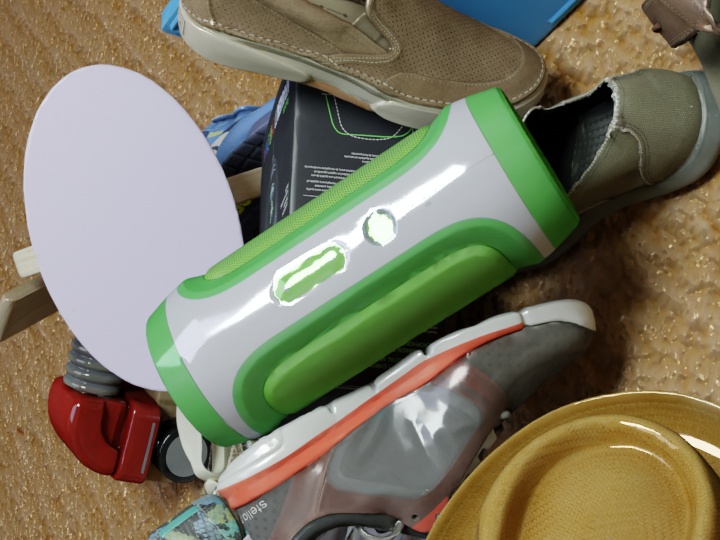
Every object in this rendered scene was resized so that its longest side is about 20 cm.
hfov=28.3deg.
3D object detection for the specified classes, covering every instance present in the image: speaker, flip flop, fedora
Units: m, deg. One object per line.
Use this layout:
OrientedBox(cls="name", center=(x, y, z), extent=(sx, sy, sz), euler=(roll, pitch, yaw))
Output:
OrientedBox(cls="speaker", center=(0.000, 0.000, 0.667), extent=(0.199, 0.089, 0.089), euler=(-33, 45, 10))
OrientedBox(cls="flip flop", center=(0.154, -0.135, 0.653), extent=(0.082, 0.057, 0.202), euler=(109, 157, -46))
OrientedBox(cls="fedora", center=(0.097, 0.125, 0.575), extent=(0.198, 0.082, 0.203), euler=(-12, 53, 16))

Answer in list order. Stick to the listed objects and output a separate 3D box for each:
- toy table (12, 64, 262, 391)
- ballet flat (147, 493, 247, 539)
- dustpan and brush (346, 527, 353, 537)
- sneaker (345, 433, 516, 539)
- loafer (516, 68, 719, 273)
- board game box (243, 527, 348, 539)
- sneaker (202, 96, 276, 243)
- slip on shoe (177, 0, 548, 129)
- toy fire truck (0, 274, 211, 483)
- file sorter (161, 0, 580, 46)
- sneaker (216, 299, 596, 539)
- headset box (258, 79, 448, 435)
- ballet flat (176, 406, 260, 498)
OrientedBox(cls="toy table", center=(-0.143, -0.027, 0.925), extent=(0.117, 0.181, 0.203), euler=(-151, 53, -85))
OrientedBox(cls="ballet flat", center=(-0.096, 0.234, 0.891), extent=(0.074, 0.073, 0.203), euler=(30, 132, 59))
OrientedBox(cls="dustpan and brush", center=(-0.021, 0.186, 0.863), extent=(0.199, 0.057, 0.142), euler=(-6, 75, 59))
OrientedBox(cls="sneaker", center=(0.037, 0.148, 0.722), extent=(0.071, 0.080, 0.200), euler=(48, 127, 0))
OrientedBox(cls="loafer", center=(0.096, -0.056, 0.737), extent=(0.199, 0.069, 0.076), euler=(-33, 53, 51))
OrientedBox(cls="board game box", center=(-0.056, 0.220, 0.781), extent=(0.126, 0.034, 0.203), euler=(-39, -34, -66))
OrientedBox(cls="sneaker", center=(-0.081, -0.088, 1.049), extent=(0.199, 0.073, 0.083), euler=(-35, 46, 46))
OrientedBox(cls="slip on shoe", center=(0.007, -0.128, 0.734), extent=(0.061, 0.197, 0.077), euler=(113, 170, -47))
OrientedBox(cls="toy fire truck", center=(-0.194, 0.064, 1.062), extent=(0.128, 0.198, 0.179), euler=(26, 102, 59))
OrientedBox(cls="file sorter", center=(0.004, -0.193, 0.817), extent=(0.139, 0.198, 0.124), euler=(-42, 43, 45))
OrientedBox(cls="sneaker", center=(0.033, 0.084, 0.685), extent=(0.083, 0.198, 0.077), euler=(61, 178, 8))
OrientedBox(cls="headset box", center=(-0.010, 0.001, 0.825), extent=(0.174, 0.091, 0.203), euler=(126, 147, -72))
OrientedBox(cls="ballet flat", center=(-0.093, 0.079, 1.008), extent=(0.068, 0.074, 0.203), euler=(-36, 50, 56))
